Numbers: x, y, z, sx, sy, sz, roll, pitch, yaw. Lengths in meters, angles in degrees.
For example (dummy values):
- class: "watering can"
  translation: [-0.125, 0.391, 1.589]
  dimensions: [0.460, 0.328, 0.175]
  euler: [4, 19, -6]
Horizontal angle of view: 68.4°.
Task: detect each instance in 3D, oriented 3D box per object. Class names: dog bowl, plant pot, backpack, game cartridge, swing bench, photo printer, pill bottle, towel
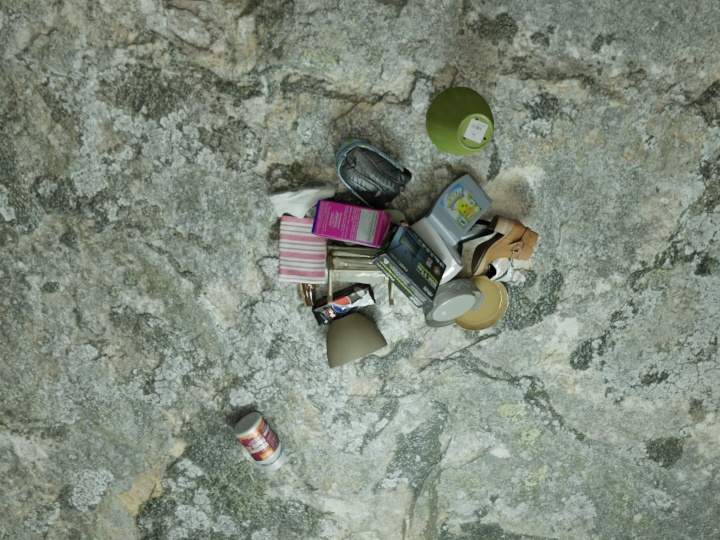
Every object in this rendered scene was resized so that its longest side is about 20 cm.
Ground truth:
- class: "dog bowl"
  translation: [0.282, 0.100, 1.641]
  dimensions: [0.199, 0.059, 0.201]
  euler: [-16, 148, -10]
- class: "plant pot"
  translation: [0.385, 0.105, 1.744]
  dimensions: [0.198, 0.028, 0.202]
  euler: [-1, 114, -3]
- class: "backpack"
  translation: [0.017, -0.282, 1.505]
  dimensions: [0.199, 0.154, 0.163]
  euler: [23, 119, -39]
- class: "game cartridge"
  translation: [0.286, -0.185, 1.549]
  dimensions: [0.133, 0.040, 0.200]
  euler: [44, 70, -4]
- class: "plant pot"
  translation: [0.285, -0.392, 1.435]
  dimensions: [0.185, 0.200, 0.189]
  euler: [-1, 113, -3]
- class: "plant pot"
  translation: [-0.028, 0.211, 1.691]
  dimensions: [0.199, 0.200, 0.135]
  euler: [-22, 86, 6]
- class: "swing bench"
  translation: [0.000, 0.000, 1.577]
  dimensions: [0.197, 0.201, 0.131]
  euler: [2, 122, -5]
- class: "photo printer"
  translation: [0.201, -0.048, 1.593]
  dimensions: [0.166, 0.069, 0.201]
  euler: [-32, 88, 29]
- class: "pill bottle"
  translation: [-0.348, 0.604, 1.863]
  dimensions: [0.109, 0.110, 0.201]
  euler: [-27, 112, 8]
- class: "towel"
  translation: [-0.173, -0.063, 1.588]
  dimensions: [0.145, 0.030, 0.202]
  euler: [2, 82, -5]

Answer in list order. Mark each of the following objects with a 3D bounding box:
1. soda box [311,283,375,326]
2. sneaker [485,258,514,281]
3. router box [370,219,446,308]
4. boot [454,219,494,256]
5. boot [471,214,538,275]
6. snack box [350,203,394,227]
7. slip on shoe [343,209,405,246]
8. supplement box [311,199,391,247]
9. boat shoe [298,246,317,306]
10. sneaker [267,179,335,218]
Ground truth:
- class: "soda box"
  translation: [-0.054, 0.103, 1.691]
  dimensions: [0.199, 0.071, 0.064]
  euler: [-23, 111, 6]
- class: "sneaker"
  translation: [0.439, -0.053, 1.646]
  dimensions: [0.079, 0.074, 0.202]
  euler: [-7, 113, -21]
- class: "router box"
  translation: [0.138, -0.019, 1.466]
  dimensions: [0.200, 0.150, 0.062]
  euler: [44, 139, -17]
- class: "boot"
  translation: [0.310, -0.076, 1.634]
  dimensions: [0.198, 0.076, 0.169]
  euler: [5, 109, 2]
- class: "boot"
  translation: [0.430, -0.054, 1.578]
  dimensions: [0.154, 0.074, 0.201]
  euler: [20, 111, -17]
- class: "snack box"
  translation: [0.042, -0.126, 1.563]
  dimensions: [0.199, 0.024, 0.072]
  euler: [26, 87, 15]
- class: "slip on shoe"
  translation: [0.041, -0.127, 1.608]
  dimensions: [0.199, 0.061, 0.075]
  euler: [-24, 74, 7]
- class: "supplement box"
  translation: [-0.025, -0.131, 1.512]
  dimensions: [0.198, 0.101, 0.104]
  euler: [13, 90, 15]
- class: "boat shoe"
  translation: [-0.158, 0.019, 1.649]
  dimensions: [0.070, 0.070, 0.201]
  euler: [-6, 113, 5]
- class: "sneaker"
  translation: [-0.166, -0.205, 1.562]
  dimensions: [0.198, 0.078, 0.100]
  euler: [-7, 120, 9]
